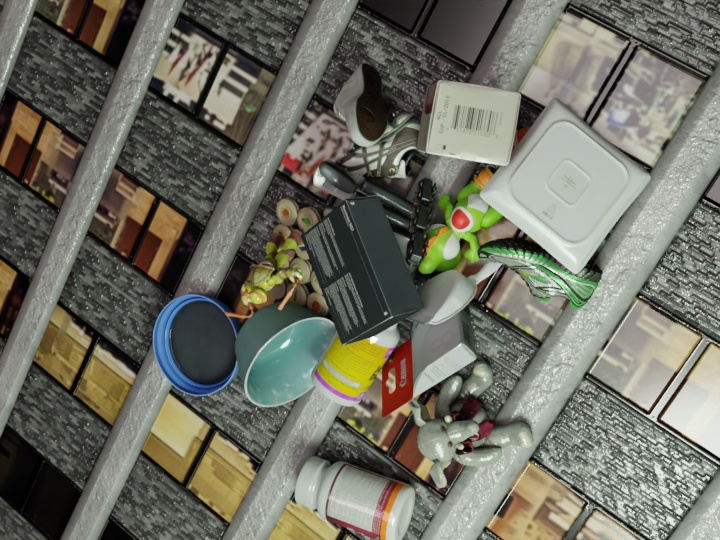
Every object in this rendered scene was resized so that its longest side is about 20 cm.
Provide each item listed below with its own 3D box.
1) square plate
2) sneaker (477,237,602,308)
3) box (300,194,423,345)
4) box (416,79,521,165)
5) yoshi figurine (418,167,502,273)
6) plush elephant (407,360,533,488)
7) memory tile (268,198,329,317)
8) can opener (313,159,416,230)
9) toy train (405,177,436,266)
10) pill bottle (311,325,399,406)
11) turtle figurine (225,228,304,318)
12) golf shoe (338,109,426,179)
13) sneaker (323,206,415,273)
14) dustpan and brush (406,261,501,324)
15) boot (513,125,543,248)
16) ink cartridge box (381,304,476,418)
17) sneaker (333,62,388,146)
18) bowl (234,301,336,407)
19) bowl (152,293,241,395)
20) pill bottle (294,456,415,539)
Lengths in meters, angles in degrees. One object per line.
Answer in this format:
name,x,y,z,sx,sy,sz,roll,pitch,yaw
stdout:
square plate,0.319,-0.132,1.286,0.200,0.028,0.198,39,86,-1
sneaker,0.281,0.005,1.341,0.199,0.078,0.086,21,107,9
box,0.000,0.000,1.348,0.141,0.079,0.201,-34,73,49
box,0.163,-0.228,1.295,0.127,0.200,0.110,8,99,-2
yoshi figurine,0.170,-0.071,1.398,0.200,0.113,0.112,-44,119,7
plush elephant,0.158,0.265,1.387,0.199,0.155,0.166,-28,84,22
memory tile,-0.105,-0.021,1.511,0.153,0.017,0.201,26,119,30
can opener,0.009,-0.125,1.416,0.199,0.067,0.053,25,111,-20
toy train,0.099,-0.082,1.378,0.034,0.201,0.046,18,136,-6
pill bottle,0.002,0.133,1.469,0.104,0.104,0.201,37,109,16
turtle figurine,-0.163,0.004,1.450,0.064,0.162,0.199,41,140,-23
golf shoe,0.032,-0.183,1.439,0.200,0.078,0.095,-39,80,23
sneaker,0.015,-0.053,1.464,0.199,0.070,0.081,27,108,18
dustpan and brush,0.160,0.029,1.372,0.200,0.139,0.057,-45,109,-13
boot,0.299,-0.139,1.325,0.107,0.075,0.201,-13,82,17
ink cartridge box,0.099,0.135,1.399,0.199,0.163,0.057,-32,117,20
sneaker,-0.004,-0.262,1.409,0.073,0.201,0.085,34,127,-26
bowl,-0.146,0.135,1.502,0.105,0.200,0.201,45,112,36
bowl,-0.316,0.144,1.641,0.199,0.039,0.202,3,97,23
pill bottle,-0.010,0.409,1.499,0.199,0.109,0.110,14,101,21
